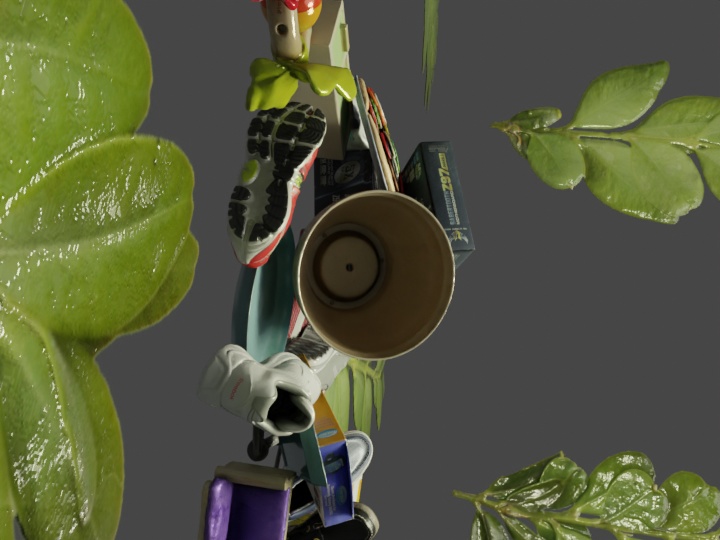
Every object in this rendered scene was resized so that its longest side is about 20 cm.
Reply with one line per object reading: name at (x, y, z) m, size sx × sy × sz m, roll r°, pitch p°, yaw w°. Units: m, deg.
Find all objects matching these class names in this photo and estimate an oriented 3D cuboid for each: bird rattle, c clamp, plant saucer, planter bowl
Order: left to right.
plant saucer at (-0.111, 0.040, 0.929) m, size 0.200 × 0.027 × 0.203 m, roll 8°, pitch 90°, yaw -83°
c clamp at (-0.113, 0.200, 1.056) m, size 0.200 × 0.027 × 0.173 m, roll 59°, pitch 39°, yaw -78°
bird rattle at (-0.078, -0.259, 0.788) m, size 0.164 × 0.111 × 0.201 m, roll -91°, pitch 168°, yaw -51°
plant saucer at (-0.072, 0.205, 0.925) m, size 0.200 × 0.019 × 0.071 m, roll 149°, pitch -72°, yaw -73°
planter bowl at (0.000, 0.000, 1.015) m, size 0.135 × 0.198 × 0.203 m, roll -163°, pitch -101°, yaw -70°

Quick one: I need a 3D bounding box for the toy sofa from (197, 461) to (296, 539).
toy sofa at (-0.127, 0.314, 0.868) m, size 0.098 × 0.082 × 0.203 m, roll 21°, pitch 77°, yaw -82°

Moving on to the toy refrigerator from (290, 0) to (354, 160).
toy refrigerator at (-0.048, -0.228, 0.984) m, size 0.201 × 0.069 × 0.077 m, roll 83°, pitch 17°, yaw -59°

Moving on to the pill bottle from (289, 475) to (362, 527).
pill bottle at (-0.057, 0.377, 1.320) m, size 0.109 × 0.108 × 0.202 m, roll 37°, pitch 61°, yaw -81°

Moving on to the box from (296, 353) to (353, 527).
box at (-0.052, 0.203, 0.957) m, size 0.200 × 0.041 × 0.120 m, roll -123°, pitch -155°, yaw -58°

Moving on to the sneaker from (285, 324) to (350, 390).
sneaker at (-0.060, 0.127, 1.131) m, size 0.200 × 0.074 × 0.083 m, roll -19°, pitch 126°, yaw -66°

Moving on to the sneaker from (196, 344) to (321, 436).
sneaker at (-0.082, 0.136, 0.831) m, size 0.078 × 0.099 × 0.200 m, roll -62°, pitch 156°, yaw 4°

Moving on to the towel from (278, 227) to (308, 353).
towel at (-0.085, 0.057, 1.148) m, size 0.201 × 0.022 × 0.145 m, roll 85°, pitch 16°, yaw -49°

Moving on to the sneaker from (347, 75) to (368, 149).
sneaker at (-0.011, -0.229, 1.241) m, size 0.200 × 0.070 × 0.081 m, roll 70°, pitch 26°, yaw -71°

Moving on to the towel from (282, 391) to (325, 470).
towel at (-0.088, 0.235, 1.185) m, size 0.200 × 0.030 × 0.148 m, roll -61°, pitch 167°, yaw -75°

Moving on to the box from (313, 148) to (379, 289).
box at (-0.015, -0.057, 1.198) m, size 0.164 × 0.085 × 0.202 m, roll 58°, pitch 31°, yaw -77°

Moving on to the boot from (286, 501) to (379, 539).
boot at (-0.076, 0.372, 1.002) m, size 0.074 × 0.199 × 0.151 m, roll 60°, pitch 25°, yaw -12°

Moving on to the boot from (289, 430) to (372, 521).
boot at (-0.045, 0.271, 1.061) m, size 0.199 × 0.073 × 0.090 m, roll -30°, pitch 178°, yaw -35°

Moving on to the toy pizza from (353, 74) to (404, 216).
toy pizza at (0.029, -0.164, 1.080) m, size 0.200 × 0.031 × 0.202 m, roll -16°, pitch 90°, yaw -86°

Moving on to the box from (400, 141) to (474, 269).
box at (0.087, -0.061, 1.124) m, size 0.200 × 0.050 × 0.159 m, roll 124°, pitch -42°, yaw -65°

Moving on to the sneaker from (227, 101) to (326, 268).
sneaker at (-0.093, -0.092, 0.841) m, size 0.085 × 0.076 × 0.201 m, roll 105°, pitch 4°, yaw -58°
